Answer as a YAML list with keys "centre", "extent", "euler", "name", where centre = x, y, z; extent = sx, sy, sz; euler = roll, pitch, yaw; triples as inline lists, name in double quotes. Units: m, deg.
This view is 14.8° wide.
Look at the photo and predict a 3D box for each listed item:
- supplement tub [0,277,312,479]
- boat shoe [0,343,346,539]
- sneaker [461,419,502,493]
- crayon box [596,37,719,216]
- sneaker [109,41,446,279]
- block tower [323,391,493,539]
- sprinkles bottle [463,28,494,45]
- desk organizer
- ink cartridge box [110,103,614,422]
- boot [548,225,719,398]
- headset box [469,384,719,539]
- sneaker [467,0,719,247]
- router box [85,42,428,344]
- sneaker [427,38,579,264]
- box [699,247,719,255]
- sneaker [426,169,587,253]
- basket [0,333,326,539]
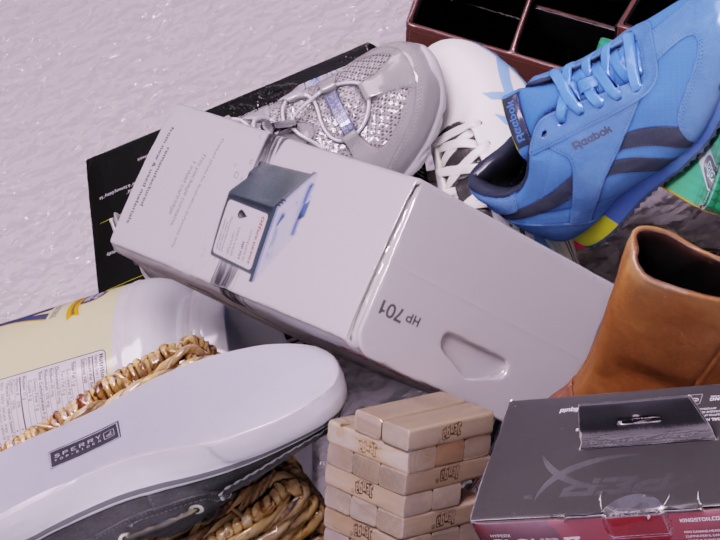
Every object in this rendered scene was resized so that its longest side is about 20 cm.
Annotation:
- centre: [-0.139, 0.087, 1.464]
  extent: [0.199, 0.145, 0.145]
  euler: [-17, 35, 13]
  name: "supplement tub"
- centre: [-0.094, 0.092, 1.254]
  extent: [0.200, 0.057, 0.069]
  euler: [-21, 32, 9]
  name: "boat shoe"
- centre: [0.078, 0.126, 1.332]
  extent: [0.082, 0.078, 0.200]
  euler: [-9, 38, 21]
  name: "sneaker"
- centre: [0.199, -0.063, 1.422]
  extent: [0.200, 0.118, 0.058]
  euler: [-137, 63, -70]
  name: "crayon box"
- centre: [-0.042, -0.054, 1.468]
  extent: [0.200, 0.082, 0.075]
  euler: [-38, 59, 8]
  name: "sneaker"
- centre: [0.018, 0.155, 1.240]
  extent: [0.058, 0.201, 0.054]
  euler: [-9, 20, -41]
  name: "block tower"
- centre: [0.080, -0.171, 1.727]
  extent: [0.068, 0.068, 0.200]
  euler: [-12, 37, 20]
  name: "sprinkles bottle"
- centre: [0.127, -0.138, 1.584]
  extent: [0.200, 0.077, 0.072]
  euler: [18, 48, 17]
  name: "desk organizer"
- centre: [0.000, 0.000, 1.325]
  extent: [0.200, 0.146, 0.086]
  euler: [18, 83, 50]
  name: "ink cartridge box"
- centre: [0.176, 0.061, 1.205]
  extent: [0.188, 0.200, 0.069]
  euler: [21, 51, -3]
  name: "boot"
- centre: [0.146, 0.128, 1.175]
  extent: [0.148, 0.200, 0.075]
  euler: [-7, 40, 27]
  name: "headset box"
- centre: [0.119, -0.078, 1.358]
  extent: [0.200, 0.078, 0.066]
  euler: [131, 150, -50]
  name: "sneaker"
- centre: [-0.057, -0.022, 1.554]
  extent: [0.200, 0.051, 0.150]
  euler: [-20, 63, 27]
  name: "router box"
- centre: [0.070, -0.035, 1.468]
  extent: [0.072, 0.072, 0.200]
  euler: [-27, 71, 29]
  name: "sneaker"
- centre: [0.204, 0.034, 1.346]
  extent: [0.200, 0.044, 0.160]
  euler: [3, 18, 36]
  name: "box"
- centre: [0.073, -0.031, 1.563]
  extent: [0.200, 0.077, 0.084]
  euler: [-7, 10, 31]
  name: "sneaker"
- centre: [-0.107, 0.156, 1.348]
  extent: [0.200, 0.143, 0.149]
  euler: [-34, 40, -6]
  name: "basket"
